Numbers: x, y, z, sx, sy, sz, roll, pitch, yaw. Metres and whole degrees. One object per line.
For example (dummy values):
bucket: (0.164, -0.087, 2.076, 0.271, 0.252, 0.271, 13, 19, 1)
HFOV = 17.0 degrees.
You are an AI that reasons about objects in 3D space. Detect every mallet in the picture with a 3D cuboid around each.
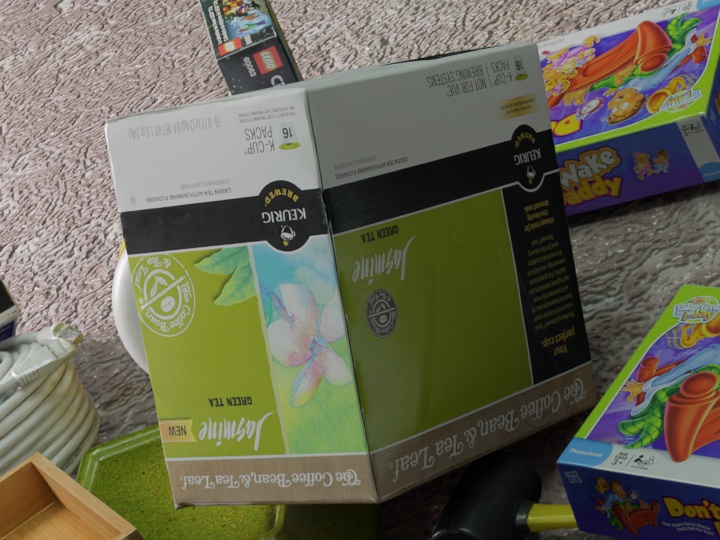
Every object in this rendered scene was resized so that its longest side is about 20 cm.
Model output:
mallet: (0.131, 0.109, 1.137, 0.200, 0.041, 0.066, -9, 31, 25)

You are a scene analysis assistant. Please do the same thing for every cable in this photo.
cable: (-0.247, 0.115, 1.406, 0.200, 0.069, 0.200, -40, 15, -22)

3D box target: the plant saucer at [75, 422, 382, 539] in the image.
plant saucer: (-0.087, 0.133, 1.281, 0.200, 0.048, 0.200, -21, 29, 17)

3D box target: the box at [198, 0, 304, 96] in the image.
box: (-0.037, -0.071, 1.402, 0.038, 0.200, 0.137, -23, 28, 3)

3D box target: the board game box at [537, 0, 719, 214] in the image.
board game box: (0.130, -0.089, 1.425, 0.200, 0.045, 0.135, -14, 32, 27)

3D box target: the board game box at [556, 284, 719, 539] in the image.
board game box: (0.208, 0.072, 1.074, 0.200, 0.045, 0.134, 6, 41, 36)

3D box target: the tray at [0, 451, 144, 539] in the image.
tray: (-0.170, 0.150, 1.206, 0.099, 0.037, 0.200, -35, 18, -14)

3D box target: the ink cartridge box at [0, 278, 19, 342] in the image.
ink cartridge box: (-0.261, 0.047, 1.496, 0.095, 0.037, 0.200, -32, -4, -11)

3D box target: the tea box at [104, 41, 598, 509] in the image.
tea box: (0.000, 0.000, 1.190, 0.134, 0.197, 0.200, -7, 6, 38)

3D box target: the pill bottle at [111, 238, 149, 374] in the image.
pill bottle: (-0.087, 0.003, 1.397, 0.109, 0.109, 0.200, -29, 9, 1)
